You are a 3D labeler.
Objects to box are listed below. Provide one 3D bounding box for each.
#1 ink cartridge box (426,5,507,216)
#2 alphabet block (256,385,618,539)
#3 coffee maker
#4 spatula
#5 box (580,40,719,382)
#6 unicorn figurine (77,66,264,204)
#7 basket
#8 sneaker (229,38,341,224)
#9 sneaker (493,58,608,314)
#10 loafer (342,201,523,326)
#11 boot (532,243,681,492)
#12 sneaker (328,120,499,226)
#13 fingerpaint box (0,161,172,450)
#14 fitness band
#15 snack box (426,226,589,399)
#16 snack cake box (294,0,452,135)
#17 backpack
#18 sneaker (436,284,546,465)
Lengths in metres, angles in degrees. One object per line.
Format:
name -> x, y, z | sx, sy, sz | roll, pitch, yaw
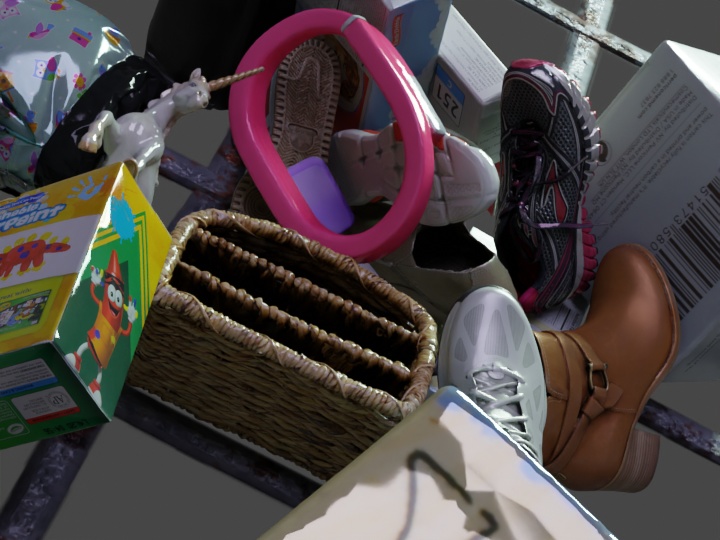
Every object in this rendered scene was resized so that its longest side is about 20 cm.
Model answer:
ink cartridge box -> 0.053, -0.158, 1.441 | 0.044, 0.177, 0.200 | -26, 61, -20
alphabet block -> 0.029, 0.224, 0.969 | 0.195, 0.197, 0.200 | 43, 56, 18
coffee maker -> -0.095, -0.239, 1.396 | 0.134, 0.201, 0.193 | 25, 40, 3
spatula -> 0.000, 0.000, 1.275 | 0.056, 0.021, 0.200 | -27, 66, -23
box -> 0.283, -0.044, 1.392 | 0.171, 0.199, 0.200 | 4, 43, -51
unicorn figurine -> -0.158, -0.066, 1.201 | 0.073, 0.201, 0.137 | 30, 15, 1
basket -> -0.045, 0.032, 1.164 | 0.199, 0.149, 0.143 | 26, 59, -2
sneaker -> -0.070, -0.076, 1.362 | 0.071, 0.112, 0.202 | 20, 71, -14
sneaker -> 0.138, -0.063, 1.309 | 0.080, 0.202, 0.074 | 10, 26, 44
loafer -> 0.051, -0.015, 1.311 | 0.075, 0.069, 0.199 | -28, 40, -31
boot -> 0.162, 0.062, 1.267 | 0.155, 0.076, 0.202 | 20, 75, -43
sneaker -> 0.053, -0.083, 1.303 | 0.081, 0.078, 0.199 | -10, 15, -32
fingerpaint box -> -0.231, 0.034, 1.050 | 0.074, 0.199, 0.168 | 59, 26, -33
fitness band -> -0.020, -0.100, 1.250 | 0.037, 0.143, 0.201 | 12, 43, -59
snack box -> 0.102, 0.057, 1.334 | 0.116, 0.037, 0.200 | 30, 40, 3
snack cake box -> 0.003, -0.185, 1.370 | 0.067, 0.201, 0.115 | -25, 62, -26
backpack -> -0.257, -0.142, 1.265 | 0.199, 0.127, 0.167 | 30, 43, 7
sneaker -> 0.098, 0.102, 1.087 | 0.075, 0.115, 0.202 | -1, 79, -10
